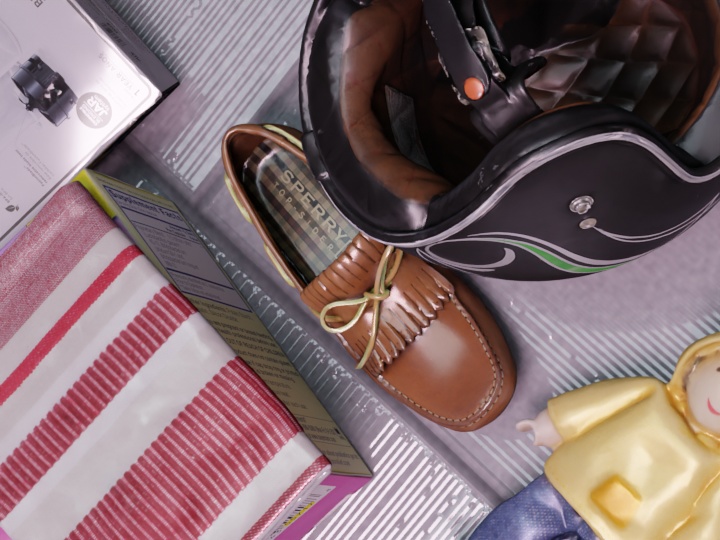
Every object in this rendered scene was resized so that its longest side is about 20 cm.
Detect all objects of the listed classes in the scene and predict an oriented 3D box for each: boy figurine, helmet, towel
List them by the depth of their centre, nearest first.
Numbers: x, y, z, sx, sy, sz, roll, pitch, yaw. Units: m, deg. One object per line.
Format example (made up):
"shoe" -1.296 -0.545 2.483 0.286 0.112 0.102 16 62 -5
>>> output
"helmet" 0.089 -0.088 0.805 0.199 0.190 0.201 8 100 49
"boy figurine" 0.130 0.104 0.826 0.200 0.064 0.125 -41 67 15
"towel" -0.123 0.074 0.852 0.144 0.023 0.200 -47 70 7

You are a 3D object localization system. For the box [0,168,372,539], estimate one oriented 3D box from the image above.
"box" -0.128 0.084 0.915 0.176 0.097 0.200 -42 69 11

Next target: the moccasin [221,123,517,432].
"moccasin" 0.001 -0.001 0.886 0.074 0.078 0.202 -40 69 12

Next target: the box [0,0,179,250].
"box" -0.212 -0.074 0.970 0.200 0.060 0.117 -43 96 11
